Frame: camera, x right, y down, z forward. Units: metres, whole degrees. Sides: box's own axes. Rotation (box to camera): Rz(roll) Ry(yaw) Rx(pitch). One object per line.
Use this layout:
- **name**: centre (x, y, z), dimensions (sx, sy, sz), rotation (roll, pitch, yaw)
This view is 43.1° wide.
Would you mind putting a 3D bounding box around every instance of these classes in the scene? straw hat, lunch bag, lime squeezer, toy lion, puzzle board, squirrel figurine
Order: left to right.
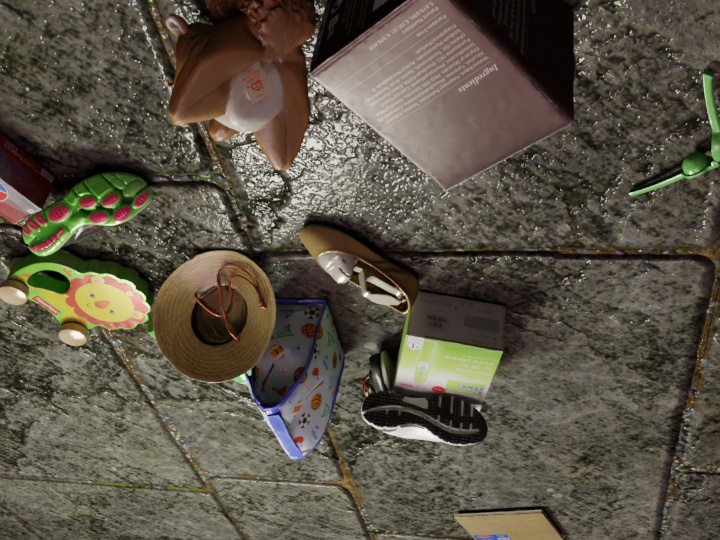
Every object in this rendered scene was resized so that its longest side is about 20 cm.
- **toy lion**: centre (-0.440, 0.034, 1.450), dimensions (0.191, 0.069, 0.200), rotation (-24, 132, 28)
- **straw hat**: centre (-0.209, 0.068, 1.390), dimensions (0.200, 0.202, 0.085), rotation (4, -178, 9)
- **squirrel figurine**: centre (-0.129, -0.233, 0.943), dimensions (0.141, 0.187, 0.201), rotation (14, 109, -32)
- **lunch bag**: centre (-0.106, 0.171, 1.423), dimensions (0.123, 0.201, 0.170), rotation (-1, 143, 15)
- **puzzle board**: centre (0.323, 0.556, 1.982), dimensions (0.199, 0.017, 0.151), rotation (-10, 140, 27)
- **lime squeezer**: centre (0.377, -0.135, 1.035), dimensions (0.070, 0.038, 0.200), rotation (13, 144, -3)

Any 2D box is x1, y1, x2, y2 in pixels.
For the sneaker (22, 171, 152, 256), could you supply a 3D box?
- **sneaker**: centre (-0.377, -0.087, 1.267), dimensions (0.199, 0.084, 0.077), rotation (-20, 103, 15)

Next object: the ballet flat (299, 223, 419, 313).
- **ballet flat**: centre (0.000, 0.000, 1.285), dimensions (0.199, 0.063, 0.069), rotation (26, 140, -19)

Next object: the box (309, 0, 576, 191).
- **box**: centre (0.085, -0.221, 0.885), dimensions (0.164, 0.167, 0.200), rotation (-27, 129, 38)

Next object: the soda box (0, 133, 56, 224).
- **soda box**: centre (-0.510, -0.152, 1.212), dimensions (0.070, 0.064, 0.200), rotation (-18, 134, 32)

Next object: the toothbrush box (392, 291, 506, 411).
- **toothbrush box**: centre (0.133, 0.130, 1.407), dimensions (0.145, 0.086, 0.200), rotation (10, 145, 1)

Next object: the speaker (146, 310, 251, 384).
- **speaker**: centre (-0.242, 0.112, 1.478), dimensions (0.199, 0.089, 0.088), rotation (32, 139, -26)

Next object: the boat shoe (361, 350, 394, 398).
- **boat shoe**: centre (0.033, 0.202, 1.535), dimensions (0.063, 0.074, 0.202), rotation (-3, 146, 7)

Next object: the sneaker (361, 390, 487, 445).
- **sneaker**: centre (0.102, 0.234, 1.439), dimensions (0.199, 0.074, 0.080), rotation (11, 160, 9)
